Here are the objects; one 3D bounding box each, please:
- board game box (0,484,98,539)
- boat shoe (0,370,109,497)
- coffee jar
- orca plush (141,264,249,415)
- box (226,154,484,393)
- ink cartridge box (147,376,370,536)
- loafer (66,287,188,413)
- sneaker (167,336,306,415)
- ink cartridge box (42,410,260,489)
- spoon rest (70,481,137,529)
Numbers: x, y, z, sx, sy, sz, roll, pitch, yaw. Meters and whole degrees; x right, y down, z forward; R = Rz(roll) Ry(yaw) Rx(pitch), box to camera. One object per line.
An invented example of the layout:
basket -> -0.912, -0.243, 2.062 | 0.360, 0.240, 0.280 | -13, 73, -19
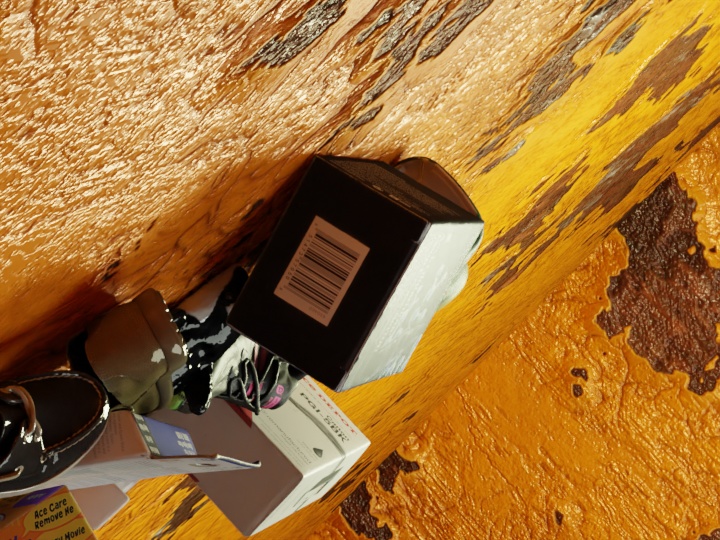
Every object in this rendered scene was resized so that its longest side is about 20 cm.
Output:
board game box -> -0.277, 0.295, 1.427 | 0.200, 0.200, 0.199 | -34, -170, -37
boat shoe -> -0.234, 0.101, 1.256 | 0.199, 0.074, 0.060 | -14, 159, -37
coffee jar -> 0.051, -0.024, 1.809 | 0.085, 0.104, 0.200 | -37, 171, -11
orca plush -> -0.149, 0.085, 1.577 | 0.200, 0.071, 0.105 | -38, 170, -23
box -> 0.000, 0.000, 1.595 | 0.149, 0.107, 0.200 | -61, 168, 10
ink cartridge box -> -0.092, 0.148, 1.867 | 0.083, 0.147, 0.200 | -47, 171, 16
loafer -> -0.168, 0.062, 1.404 | 0.067, 0.076, 0.200 | -22, 168, -17
sneaker -> -0.097, 0.083, 1.744 | 0.077, 0.084, 0.200 | -48, 169, 29
ink cartridge box -> -0.182, 0.128, 1.428 | 0.199, 0.041, 0.200 | -7, 172, 4
spoon rest -> -0.224, 0.174, 1.764 | 0.099, 0.061, 0.200 | -41, -176, 0
